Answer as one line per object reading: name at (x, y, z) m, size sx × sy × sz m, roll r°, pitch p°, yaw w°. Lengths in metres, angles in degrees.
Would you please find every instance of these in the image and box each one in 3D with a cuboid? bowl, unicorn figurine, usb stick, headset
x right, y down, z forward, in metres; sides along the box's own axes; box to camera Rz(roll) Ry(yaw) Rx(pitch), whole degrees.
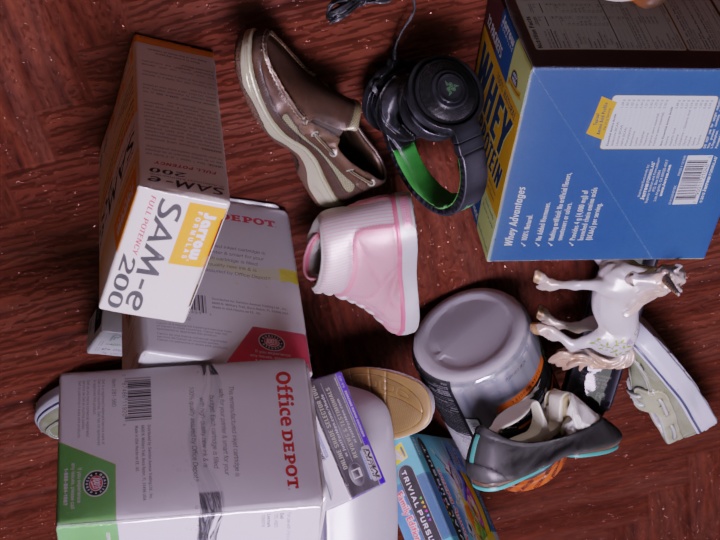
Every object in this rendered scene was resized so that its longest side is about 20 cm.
bowl at (-0.066, 0.208, 1.364) m, size 0.198 × 0.074 × 0.202 m, roll 4°, pitch 100°, yaw 34°
unicorn figurine at (0.225, 0.025, 1.295) m, size 0.136 × 0.074 × 0.201 m, roll 13°, pitch 152°, yaw 16°
usb stick at (0.243, 0.043, 1.376) m, size 0.055 × 0.033 × 0.202 m, roll 13°, pitch 106°, yaw -2°
headset at (0.037, -0.137, 1.169) m, size 0.093 × 0.123 × 0.202 m, roll -24°, pitch 106°, yaw -24°

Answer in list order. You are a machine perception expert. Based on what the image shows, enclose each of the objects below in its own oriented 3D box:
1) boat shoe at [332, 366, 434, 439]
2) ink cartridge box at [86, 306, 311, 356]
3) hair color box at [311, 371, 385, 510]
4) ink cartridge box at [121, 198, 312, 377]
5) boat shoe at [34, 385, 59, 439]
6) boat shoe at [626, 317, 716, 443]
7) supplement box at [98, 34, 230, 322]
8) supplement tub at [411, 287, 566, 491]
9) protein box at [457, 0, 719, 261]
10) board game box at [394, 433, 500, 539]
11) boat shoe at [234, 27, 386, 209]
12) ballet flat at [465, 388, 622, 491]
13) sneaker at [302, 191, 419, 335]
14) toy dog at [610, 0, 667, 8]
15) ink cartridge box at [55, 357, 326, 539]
boat shoe at (-0.004, 0.129, 1.398) m, size 0.198 × 0.072 × 0.069 m, roll -4°, pitch 178°, yaw 34°
ink cartridge box at (-0.151, 0.062, 1.330) m, size 0.198 × 0.040 × 0.099 m, roll 9°, pitch 162°, yaw -17°
hair color box at (-0.084, 0.181, 1.290) m, size 0.199 × 0.110 × 0.065 m, roll -28°, pitch 171°, yaw 35°
ink cartridge box at (-0.130, 0.032, 1.229) m, size 0.143 × 0.201 × 0.084 m, roll 8°, pitch 133°, yaw -18°
boat shoe at (-0.228, 0.138, 1.376) m, size 0.198 × 0.063 × 0.072 m, roll -13°, pitch 144°, yaw 16°
boat shoe at (0.308, 0.120, 1.465) m, size 0.062 × 0.072 × 0.200 m, roll -37°, pitch 131°, yaw 6°
supplement box at (-0.160, -0.076, 1.126) m, size 0.073 × 0.201 × 0.127 m, roll 10°, pitch 128°, yaw -19°
supplement tub at (0.136, 0.124, 1.414) m, size 0.121 × 0.123 × 0.201 m, roll -21°, pitch 133°, yaw 8°
protein box at (0.203, -0.125, 1.197) m, size 0.197 × 0.136 × 0.200 m, roll -1°, pitch 132°, yaw -10°
board game box at (0.085, 0.245, 1.434) m, size 0.047 × 0.152 × 0.200 m, roll -27°, pitch 165°, yaw 12°
boat shoe at (-0.034, -0.133, 1.183) m, size 0.074 × 0.075 × 0.203 m, roll -10°, pitch 146°, yaw 20°
ballet flat at (0.178, 0.152, 1.332) m, size 0.199 × 0.068 × 0.069 m, roll -12°, pitch 102°, yaw -42°
sneaker at (0.000, 0.000, 1.290) m, size 0.103 × 0.076 × 0.201 m, roll -10°, pitch 151°, yaw -3°
toy dog at (0.168, -0.275, 1.012) m, size 0.139 × 0.201 × 0.194 m, roll 30°, pitch 120°, yaw -31°
ink cartridge box at (-0.132, 0.152, 1.100) m, size 0.197 × 0.147 × 0.085 m, roll -2°, pitch 136°, yaw -7°
